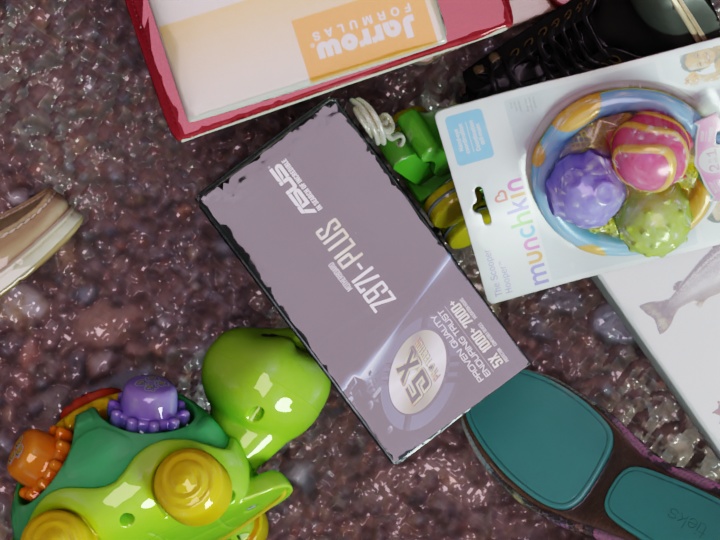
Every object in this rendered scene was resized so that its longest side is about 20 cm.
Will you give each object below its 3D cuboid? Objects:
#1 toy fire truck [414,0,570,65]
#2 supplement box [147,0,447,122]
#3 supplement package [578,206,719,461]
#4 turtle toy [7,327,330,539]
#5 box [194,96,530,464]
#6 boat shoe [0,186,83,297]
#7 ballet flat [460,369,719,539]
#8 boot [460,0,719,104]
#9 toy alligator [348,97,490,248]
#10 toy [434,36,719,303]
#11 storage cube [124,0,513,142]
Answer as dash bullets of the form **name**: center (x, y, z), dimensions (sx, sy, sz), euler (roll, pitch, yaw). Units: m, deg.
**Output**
- **toy fire truck**: center (0.020, -0.161, 1.523), dimensions (0.200, 0.049, 0.141), euler (-36, 93, 1)
- **supplement box**: center (-0.048, -0.180, 1.289), dimensions (0.126, 0.074, 0.200), euler (-18, 96, 2)
- **supplement package**: center (0.195, 0.008, 1.501), dimensions (0.117, 0.117, 0.200), euler (-35, 93, 4)
- **turtle toy**: center (-0.103, 0.103, 1.504), dimensions (0.200, 0.146, 0.101), euler (-26, 72, 0)
- **box**: center (0.000, 0.000, 1.457), dimensions (0.086, 0.200, 0.164), euler (-37, 94, 1)
- **boat shoe**: center (-0.245, 0.003, 1.517), dimensions (0.200, 0.074, 0.069), euler (-30, 99, 2)
- **ballet flat**: center (0.138, 0.118, 1.520), dimensions (0.200, 0.071, 0.069), euler (29, 80, 33)
- **boot**: center (0.112, -0.112, 1.453), dimensions (0.138, 0.200, 0.078), euler (-21, 79, 4)
- **toy alligator**: center (0.044, -0.062, 1.459), dimensions (0.054, 0.200, 0.059), euler (-34, 70, 3)
- **toy**: center (0.148, -0.047, 1.394), dimensions (0.200, 0.047, 0.115), euler (-16, 119, 2)
- **storage cube**: center (-0.033, -0.177, 1.411), dimensions (0.200, 0.171, 0.180), euler (-18, 94, 1)
